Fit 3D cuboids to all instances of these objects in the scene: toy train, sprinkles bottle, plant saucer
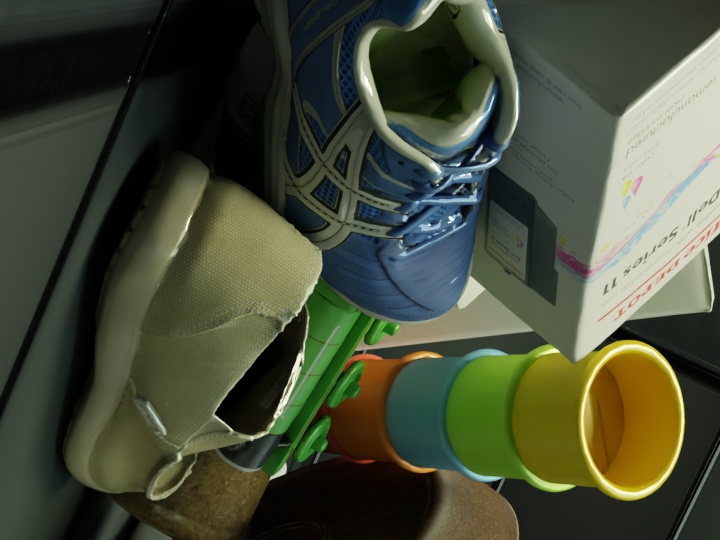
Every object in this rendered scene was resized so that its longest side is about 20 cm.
[{"bbox_3d":[0.000,0.000,0.785,0.200,0.042,0.056,-59,166,24],"label":"toy train"},{"bbox_3d":[-0.040,0.014,0.875,0.068,0.068,0.201,-42,157,-82],"label":"sprinkles bottle"},{"bbox_3d":[-0.031,0.132,0.877,0.199,0.035,0.200,-24,-163,7],"label":"plant saucer"}]

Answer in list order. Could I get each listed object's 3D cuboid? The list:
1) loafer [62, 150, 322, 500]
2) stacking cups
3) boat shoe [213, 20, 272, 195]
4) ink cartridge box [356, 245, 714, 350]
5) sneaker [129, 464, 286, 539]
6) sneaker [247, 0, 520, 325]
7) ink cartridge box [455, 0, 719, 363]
[{"bbox_3d":[-0.057,0.035,0.730,0.200,0.068,0.076,108,7,-63],"label":"loafer"},{"bbox_3d":[0.036,0.058,0.849,0.199,0.060,0.061,-2,-126,48],"label":"stacking cups"},{"bbox_3d":[-0.002,-0.091,0.787,0.200,0.068,0.057,-53,173,-48],"label":"boat shoe"},{"bbox_3d":[0.058,-0.015,0.996,0.176,0.199,0.084,-33,116,-85],"label":"ink cartridge box"},{"bbox_3d":[-0.078,0.110,1.108,0.200,0.074,0.088,-76,178,-71],"label":"sneaker"},{"bbox_3d":[0.009,-0.043,0.662,0.076,0.077,0.200,-30,142,-13],"label":"sneaker"},{"bbox_3d":[0.096,-0.048,0.749,0.117,0.067,0.200,-40,157,-21],"label":"ink cartridge box"}]
